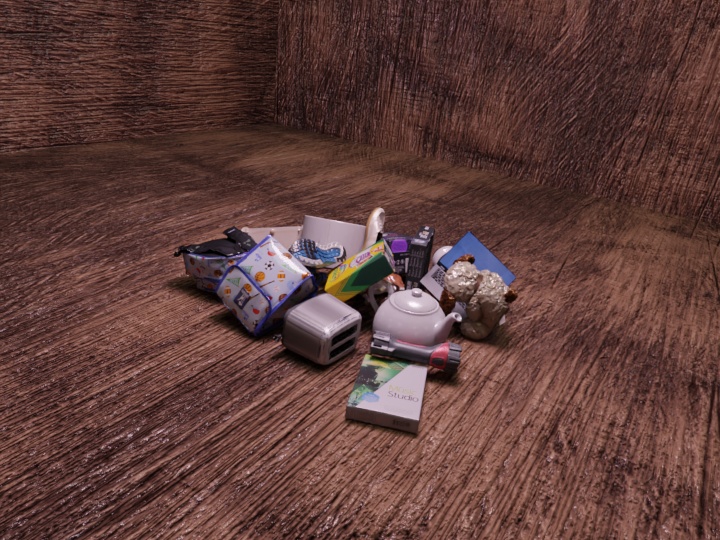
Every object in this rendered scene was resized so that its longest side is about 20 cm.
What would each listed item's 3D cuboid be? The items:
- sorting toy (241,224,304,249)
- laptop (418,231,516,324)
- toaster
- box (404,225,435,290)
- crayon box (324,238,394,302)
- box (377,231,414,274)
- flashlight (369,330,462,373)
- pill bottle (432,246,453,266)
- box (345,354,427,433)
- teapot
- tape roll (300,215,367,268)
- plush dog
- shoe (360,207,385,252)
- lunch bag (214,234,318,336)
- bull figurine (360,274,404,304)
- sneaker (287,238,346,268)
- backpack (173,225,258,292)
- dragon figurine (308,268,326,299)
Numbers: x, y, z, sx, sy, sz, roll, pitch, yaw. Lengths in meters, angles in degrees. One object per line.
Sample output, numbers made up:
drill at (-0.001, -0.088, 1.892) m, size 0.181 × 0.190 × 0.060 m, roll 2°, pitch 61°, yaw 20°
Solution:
sorting toy at (-0.258, -0.096, 1.811) m, size 0.200 × 0.107 × 0.180 m, roll -2°, pitch 9°, yaw 8°
laptop at (0.294, 0.026, 1.524) m, size 0.187 × 0.116 × 0.200 m, roll 45°, pitch 37°, yaw 5°
toaster at (-0.089, 0.137, 1.289) m, size 0.129 × 0.114 × 0.200 m, roll 23°, pitch 27°, yaw 29°
box at (0.164, -0.008, 1.578) m, size 0.043 × 0.200 × 0.160 m, roll 12°, pitch 25°, yaw 12°
crayon box at (0.000, 0.000, 1.457) m, size 0.172 × 0.058 × 0.200 m, roll -30°, pitch 12°, yaw 9°
box at (0.092, -0.057, 1.742) m, size 0.122 × 0.106 × 0.200 m, roll -5°, pitch 12°, yaw -26°
flashlight at (0.124, 0.178, 1.258) m, size 0.200 × 0.068 × 0.068 m, roll 13°, pitch 66°, yaw 5°
pill bottle at (0.293, 0.006, 1.689) m, size 0.116 × 0.117 × 0.200 m, roll 0°, pitch 23°, yaw -14°
box at (0.060, 0.250, 1.164) m, size 0.144 × 0.036 × 0.200 m, roll 10°, pitch 22°, yaw 7°
teapot at (0.122, 0.110, 1.364) m, size 0.200 × 0.146 × 0.197 m, roll 4°, pitch 23°, yaw -5°
tape roll at (-0.082, -0.081, 1.690) m, size 0.202 × 0.139 × 0.203 m, roll 10°, pitch 5°, yaw -1°
plush dog at (0.289, 0.051, 1.422) m, size 0.172 × 0.160 × 0.200 m, roll 27°, pitch 67°, yaw -3°
shoe at (0.042, -0.088, 1.644) m, size 0.053 × 0.200 × 0.070 m, roll 12°, pitch -12°, yaw 26°
lunch bag at (-0.233, 0.041, 1.370) m, size 0.200 × 0.124 × 0.170 m, roll -42°, pitch 69°, yaw -12°
bull figurine at (0.030, 0.044, 1.595) m, size 0.200 × 0.065 × 0.121 m, roll -4°, pitch 31°, yaw -11°
sneaker at (-0.128, -0.033, 1.499) m, size 0.087 × 0.075 × 0.200 m, roll -26°, pitch -19°, yaw 34°
backpack at (-0.363, -0.021, 1.516) m, size 0.190 × 0.154 × 0.200 m, roll 4°, pitch 24°, yaw 42°
dragon figurine at (-0.149, 0.061, 1.461) m, size 0.059 × 0.100 × 0.200 m, roll 14°, pitch 24°, yaw 18°
